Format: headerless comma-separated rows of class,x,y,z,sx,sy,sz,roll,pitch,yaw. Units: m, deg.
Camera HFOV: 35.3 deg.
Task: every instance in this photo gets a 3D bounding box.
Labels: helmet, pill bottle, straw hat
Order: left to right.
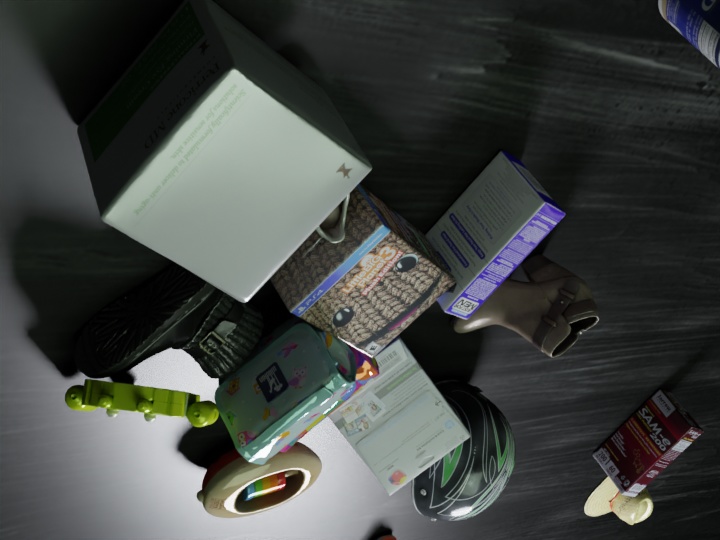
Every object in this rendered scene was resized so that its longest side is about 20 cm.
helmet,0.153,0.296,1.812,0.198,0.191,0.201,-21,141,-18
straw hat,0.593,0.506,2.478,0.199,0.085,0.202,-21,142,-18
pill bottle,0.469,-0.304,1.383,0.119,0.201,0.120,-21,142,-18

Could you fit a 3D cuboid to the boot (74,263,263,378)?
boot,-0.227,0.087,1.382,0.210,0.080,0.158,-34,144,-2

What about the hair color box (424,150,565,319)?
hair color box,0.165,-0.046,1.513,0.200,0.110,0.065,-47,143,17

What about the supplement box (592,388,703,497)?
supplement box,0.575,0.346,2.266,0.061,0.109,0.200,20,117,-47

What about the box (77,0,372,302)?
box,-0.138,-0.120,1.121,0.199,0.172,0.199,-45,132,15

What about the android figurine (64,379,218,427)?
android figurine,-0.264,0.160,1.369,0.180,0.042,0.200,7,173,1

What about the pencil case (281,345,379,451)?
pencil case,-0.068,0.170,1.597,0.199,0.089,0.088,-38,144,3

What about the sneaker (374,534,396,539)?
sneaker,0.032,0.588,2.138,0.076,0.082,0.201,-11,137,-28

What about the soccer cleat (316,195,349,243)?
soccer cleat,-0.044,-0.120,1.288,0.069,0.078,0.201,-23,137,-14

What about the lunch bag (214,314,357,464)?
lunch bag,-0.093,0.147,1.448,0.170,0.200,0.122,-37,104,6

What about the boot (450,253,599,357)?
boot,0.248,0.071,1.675,0.199,0.147,0.070,-39,145,7

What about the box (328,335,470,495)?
box,0.047,0.213,1.683,0.155,0.041,0.201,-36,109,3

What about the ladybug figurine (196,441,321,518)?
ladybug figurine,-0.154,0.303,1.685,0.198,0.072,0.137,-9,137,-32

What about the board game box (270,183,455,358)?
board game box,0.000,0.000,1.446,0.159,0.097,0.200,-43,143,11
